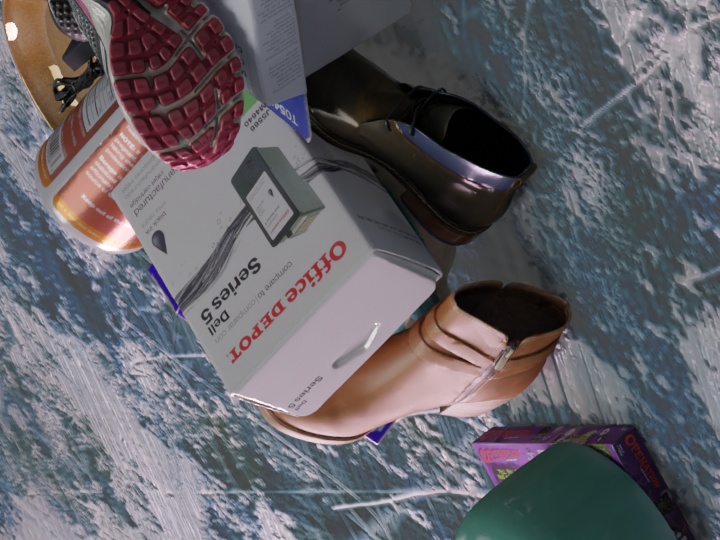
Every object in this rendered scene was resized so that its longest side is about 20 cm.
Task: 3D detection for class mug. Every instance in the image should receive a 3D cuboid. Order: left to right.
[{"bbox_3d":[0.139,0.224,1.576,0.152,0.114,0.186,35,148,38],"label":"mug"}]

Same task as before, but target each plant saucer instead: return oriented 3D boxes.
[{"bbox_3d":[-0.244,-0.168,1.982,0.200,0.035,0.201,43,153,28],"label":"plant saucer"}]

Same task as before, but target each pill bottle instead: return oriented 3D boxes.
[{"bbox_3d":[-0.147,-0.110,1.676,0.200,0.112,0.112,-42,81,35],"label":"pill bottle"}]

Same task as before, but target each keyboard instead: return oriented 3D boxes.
[{"bbox_3d":[-0.189,-0.185,1.684,0.021,0.128,0.200,27,162,-16],"label":"keyboard"}]

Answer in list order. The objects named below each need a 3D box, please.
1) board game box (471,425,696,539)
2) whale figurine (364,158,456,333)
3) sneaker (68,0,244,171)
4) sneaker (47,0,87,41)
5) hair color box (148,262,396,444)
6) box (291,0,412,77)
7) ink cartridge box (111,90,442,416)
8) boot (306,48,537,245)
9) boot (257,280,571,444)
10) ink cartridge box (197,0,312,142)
[{"bbox_3d":[0.164,0.168,1.633,0.120,0.032,0.200,57,157,-12],"label":"board game box"},{"bbox_3d":[0.000,0.000,1.636,0.159,0.104,0.201,43,154,28],"label":"whale figurine"},{"bbox_3d":[-0.134,-0.157,1.393,0.201,0.080,0.075,65,170,-6],"label":"sneaker"},{"bbox_3d":[-0.190,-0.261,1.611,0.080,0.073,0.201,166,109,-76],"label":"sneaker"},{"bbox_3d":[-0.059,0.044,1.724,0.199,0.065,0.109,33,-175,-23],"label":"hair color box"},{"bbox_3d":[-0.068,-0.240,1.464,0.200,0.097,0.125,41,153,32],"label":"box"},{"bbox_3d":[-0.059,-0.025,1.524,0.084,0.146,0.200,21,-151,-51],"label":"ink cartridge box"},{"bbox_3d":[0.029,-0.109,1.477,0.200,0.075,0.097,42,148,-8],"label":"boot"},{"bbox_3d":[0.037,0.055,1.549,0.155,0.199,0.074,128,131,-60],"label":"boot"},{"bbox_3d":[-0.114,-0.192,1.443,0.196,0.043,0.201,38,149,35],"label":"ink cartridge box"}]
